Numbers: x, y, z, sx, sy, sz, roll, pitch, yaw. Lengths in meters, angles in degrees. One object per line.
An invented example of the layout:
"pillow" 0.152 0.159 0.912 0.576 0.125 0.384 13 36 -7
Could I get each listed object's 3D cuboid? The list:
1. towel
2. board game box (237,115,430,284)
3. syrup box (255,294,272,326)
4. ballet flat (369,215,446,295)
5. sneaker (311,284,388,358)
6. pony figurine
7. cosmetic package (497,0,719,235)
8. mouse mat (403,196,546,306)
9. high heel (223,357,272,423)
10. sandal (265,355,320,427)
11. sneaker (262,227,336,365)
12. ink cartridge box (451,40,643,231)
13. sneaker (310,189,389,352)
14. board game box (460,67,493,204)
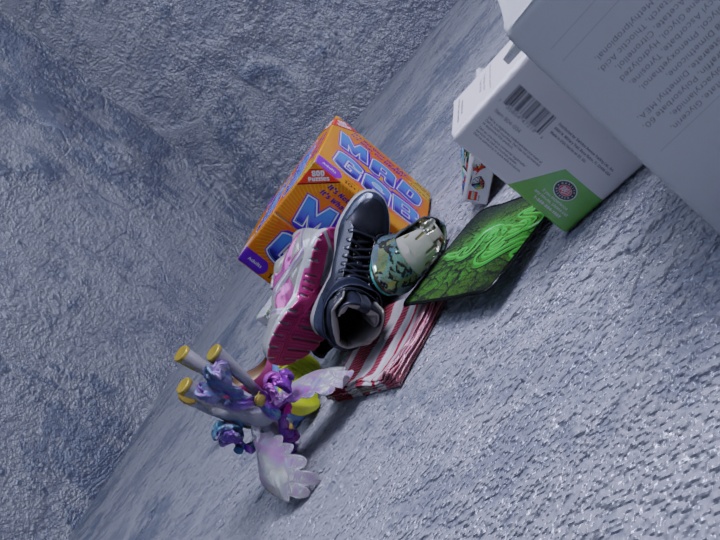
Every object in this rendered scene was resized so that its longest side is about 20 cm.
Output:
"towel" 0.029 0.086 0.933 0.145 0.023 0.200 -58 12 -26
"board game box" -0.033 -0.070 1.185 0.200 0.199 0.201 -47 13 27
"syrup box" -0.109 0.032 1.492 0.201 0.078 0.081 -57 12 -17
"ballet flat" 0.065 -0.028 0.942 0.074 0.074 0.200 -47 0 23
"sneaker" 0.000 0.048 1.073 0.199 0.070 0.079 -39 40 29
"pony figurine" -0.118 0.165 0.922 0.192 0.199 0.168 -10 47 55
"cosmetic package" 0.214 -0.166 0.499 0.165 0.199 0.165 -46 13 25
"mouse mat" 0.131 -0.026 0.837 0.161 0.008 0.199 -49 13 -19
"high heel" -0.205 0.183 1.382 0.201 0.096 0.067 -53 12 1
"sandal" -0.107 0.167 1.104 0.088 0.079 0.200 -54 10 14
"sneaker" -0.084 0.031 1.060 0.088 0.081 0.202 22 87 52
"ink cartridge box" 0.196 -0.157 0.668 0.200 0.145 0.084 -45 17 30
"sneaker" 0.001 0.001 0.959 0.146 0.076 0.205 -151 78 -76
"board game box" 0.161 -0.185 1.032 0.201 0.034 0.128 -77 -4 -63
